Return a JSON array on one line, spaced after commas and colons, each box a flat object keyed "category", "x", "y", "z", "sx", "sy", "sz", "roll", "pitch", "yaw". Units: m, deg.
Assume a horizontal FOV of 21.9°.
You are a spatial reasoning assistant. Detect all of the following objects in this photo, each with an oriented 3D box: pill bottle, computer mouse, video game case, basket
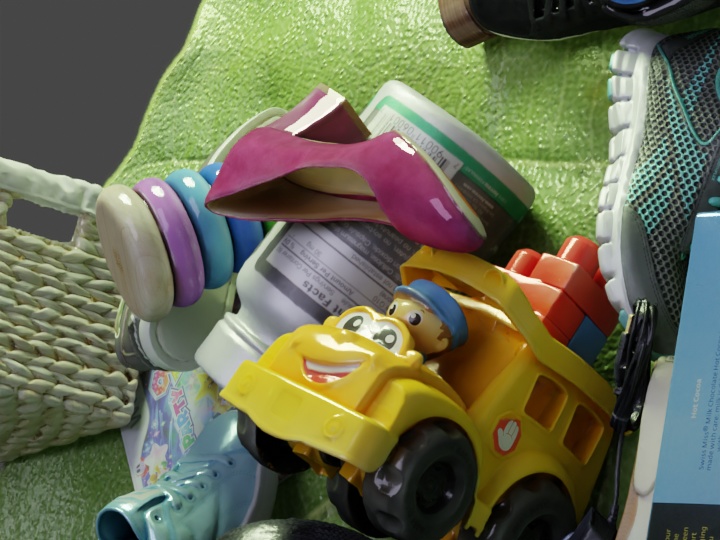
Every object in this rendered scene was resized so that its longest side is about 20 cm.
[{"category": "pill bottle", "x": 0.000, "y": 0.000, "z": 1.081, "sx": 0.200, "sy": 0.113, "sz": 0.113, "roll": -52, "pitch": 44, "yaw": 1}, {"category": "computer mouse", "x": 0.115, "y": 0.111, "z": 0.930, "sx": 0.034, "sy": 0.059, "sz": 0.201, "roll": 12, "pitch": 87, "yaw": 15}, {"category": "video game case", "x": -0.076, "y": 0.080, "z": 1.198, "sx": 0.200, "sy": 0.018, "sz": 0.144, "roll": -39, "pitch": 49, "yaw": 23}, {"category": "basket", "x": -0.266, "y": 0.027, "z": 1.264, "sx": 0.199, "sy": 0.197, "sz": 0.162, "roll": -19, "pitch": 62, "yaw": 45}]

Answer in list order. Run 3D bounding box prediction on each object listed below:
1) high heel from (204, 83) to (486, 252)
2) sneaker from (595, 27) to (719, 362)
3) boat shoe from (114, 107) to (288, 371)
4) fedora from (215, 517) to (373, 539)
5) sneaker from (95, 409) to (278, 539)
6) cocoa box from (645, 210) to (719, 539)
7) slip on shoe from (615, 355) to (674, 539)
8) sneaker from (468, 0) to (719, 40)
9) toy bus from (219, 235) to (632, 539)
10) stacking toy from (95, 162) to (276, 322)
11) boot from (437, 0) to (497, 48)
[{"category": "high heel", "x": -0.012, "y": -0.034, "z": 0.977, "sx": 0.096, "sy": 0.067, "sz": 0.200, "roll": -43, "pitch": 40, "yaw": -5}, {"category": "sneaker", "x": 0.178, "y": -0.046, "z": 0.983, "sx": 0.091, "sy": 0.077, "sz": 0.201, "roll": -11, "pitch": 65, "yaw": 35}, {"category": "boat shoe", "x": -0.098, "y": -0.021, "z": 1.211, "sx": 0.060, "sy": 0.072, "sz": 0.202, "roll": -12, "pitch": 44, "yaw": 50}, {"category": "fedora", "x": -0.022, "y": 0.192, "z": 0.982, "sx": 0.200, "sy": 0.200, "sz": 0.092, "roll": -24, "pitch": 38, "yaw": 33}, {"category": "sneaker", "x": -0.109, "y": 0.147, "z": 1.089, "sx": 0.074, "sy": 0.082, "sz": 0.201, "roll": -11, "pitch": 40, "yaw": 32}, {"category": "cocoa box", "x": 0.221, "y": 0.083, "z": 0.834, "sx": 0.131, "sy": 0.133, "sz": 0.201, "roll": -3, "pitch": 69, "yaw": 43}, {"category": "slip on shoe", "x": 0.156, "y": 0.145, "z": 0.921, "sx": 0.060, "sy": 0.076, "sz": 0.201, "roll": 11, "pitch": 78, "yaw": 14}, {"category": "sneaker", "x": 0.127, "y": -0.165, "z": 1.021, "sx": 0.199, "sy": 0.112, "sz": 0.074, "roll": -7, "pitch": 100, "yaw": 34}, {"category": "toy bus", "x": 0.055, "y": 0.055, "z": 0.967, "sx": 0.135, "sy": 0.200, "sz": 0.193, "roll": 24, "pitch": 80, "yaw": 47}, {"category": "stacking toy", "x": -0.056, "y": -0.039, "z": 1.140, "sx": 0.199, "sy": 0.086, "sz": 0.085, "roll": -20, "pitch": 42, "yaw": -20}, {"category": "boot", "x": 0.130, "y": -0.246, "z": 1.126, "sx": 0.199, "sy": 0.064, "sz": 0.188, "roll": -20, "pitch": 71, "yaw": 39}]
